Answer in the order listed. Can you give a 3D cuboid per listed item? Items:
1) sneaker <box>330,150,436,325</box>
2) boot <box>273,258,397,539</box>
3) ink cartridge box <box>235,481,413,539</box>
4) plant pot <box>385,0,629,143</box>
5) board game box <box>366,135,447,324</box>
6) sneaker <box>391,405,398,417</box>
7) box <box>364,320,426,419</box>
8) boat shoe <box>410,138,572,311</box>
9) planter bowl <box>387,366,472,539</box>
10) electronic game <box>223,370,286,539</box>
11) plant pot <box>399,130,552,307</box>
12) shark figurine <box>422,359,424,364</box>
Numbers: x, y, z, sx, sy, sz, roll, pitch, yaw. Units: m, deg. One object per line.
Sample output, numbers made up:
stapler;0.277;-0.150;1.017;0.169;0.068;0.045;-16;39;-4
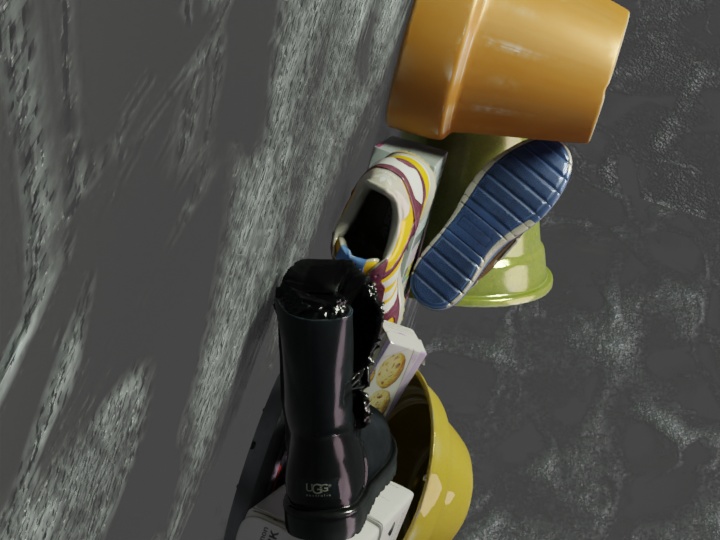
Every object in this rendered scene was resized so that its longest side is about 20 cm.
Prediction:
sneaker;0.000;0.000;1.296;0.090;0.075;0.201;-34;141;-60
boot;-0.015;0.072;1.077;0.200;0.076;0.169;-62;154;-75
ink cartridge box;-0.041;0.231;1.147;0.200;0.083;0.148;-21;133;-75
plant pot;0.139;-0.201;1.423;0.200;0.182;0.201;17;90;-86
board game box;0.022;-0.018;1.464;0.148;0.064;0.201;-45;151;-78
sneaker;-0.012;0.168;1.453;0.091;0.077;0.200;-55;-174;-37
box;-0.012;0.133;1.315;0.201;0.041;0.039;-59;-150;19
boat shoe;0.120;-0.046;1.481;0.200;0.072;0.072;-45;174;0
planter bowl;0.037;0.183;1.326;0.200;0.083;0.201;-42;-143;44
electronic game;-0.063;0.155;1.224;0.200;0.041;0.201;18;90;-86
plant pot;0.106;-0.083;1.597;0.200;0.199;0.185;-60;155;-70
shark figurine;0.021;0.110;1.705;0.128;0.089;0.215;101;6;-51
